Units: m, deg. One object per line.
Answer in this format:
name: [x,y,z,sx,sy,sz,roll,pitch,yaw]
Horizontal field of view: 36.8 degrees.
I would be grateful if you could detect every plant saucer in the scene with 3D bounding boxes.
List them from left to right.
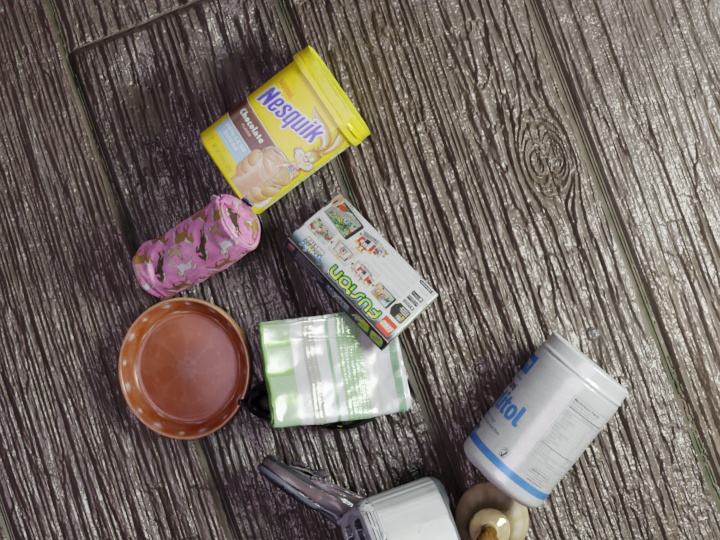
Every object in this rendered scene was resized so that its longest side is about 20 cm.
plant saucer: [-0.251,0.140,1.561,0.197,0.032,0.204,0,89,10]

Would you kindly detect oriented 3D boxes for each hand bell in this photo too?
hand bell: [0.166,0.346,1.403,0.103,0.200,0.106,0,90,9]

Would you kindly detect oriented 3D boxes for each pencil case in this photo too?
pencil case: [-0.230,-0.032,1.503,0.199,0.082,0.088,-29,55,32]

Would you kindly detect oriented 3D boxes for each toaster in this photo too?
toaster: [0.059,0.363,1.435,0.128,0.114,0.202,-10,70,-28]

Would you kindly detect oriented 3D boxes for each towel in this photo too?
towel: [-0.034,0.129,1.464,0.197,0.031,0.151,-5,73,-20]

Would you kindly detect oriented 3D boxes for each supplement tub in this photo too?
supplement tub: [0.242,0.198,1.427,0.131,0.132,0.201,38,95,8]

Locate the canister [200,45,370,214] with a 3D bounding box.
canister: [-0.107,-0.192,1.512,0.199,0.087,0.149,-36,85,9]

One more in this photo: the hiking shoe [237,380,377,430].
hiking shoe: [-0.067,0.189,1.494,0.197,0.101,0.077,-3,91,10]

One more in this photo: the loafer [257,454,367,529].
loafer: [-0.049,0.310,1.515,0.199,0.072,0.063,33,75,2]

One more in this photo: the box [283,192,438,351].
box: [0.000,0.000,1.491,0.110,0.035,0.200,-40,82,-26]
